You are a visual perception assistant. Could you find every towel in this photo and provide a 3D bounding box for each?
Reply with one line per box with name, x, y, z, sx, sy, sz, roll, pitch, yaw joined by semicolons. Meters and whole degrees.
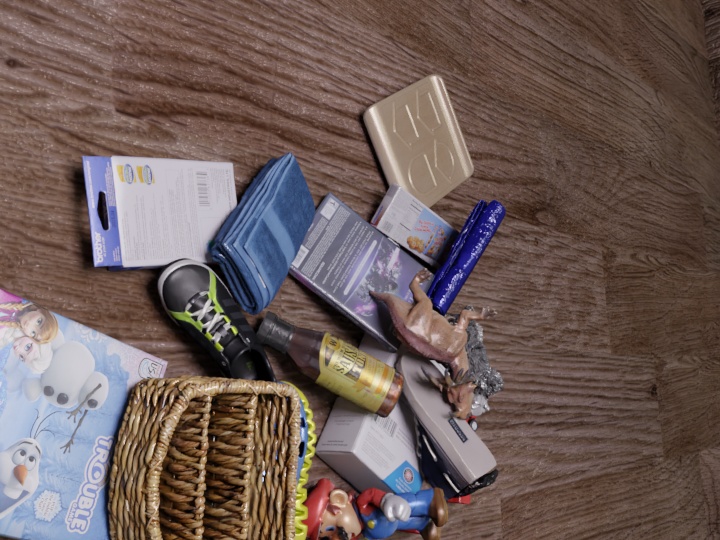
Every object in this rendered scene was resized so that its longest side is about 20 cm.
towel;0.151;-0.007;1.136;0.049;0.148;0.202;32;73;7
towel;-0.112;-0.050;0.906;0.113;0.047;0.202;65;31;-33

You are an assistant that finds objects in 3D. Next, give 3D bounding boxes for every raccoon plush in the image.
raccoon plush;0.172;0.132;1.129;0.094;0.200;0.138;-15;92;-5

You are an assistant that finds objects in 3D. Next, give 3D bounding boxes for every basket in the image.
basket;-0.155;0.212;0.734;0.142;0.145;0.207;15;78;-64

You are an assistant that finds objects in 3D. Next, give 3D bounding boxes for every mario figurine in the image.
mario figurine;0.010;0.329;0.918;0.194;0.106;0.127;1;100;-7

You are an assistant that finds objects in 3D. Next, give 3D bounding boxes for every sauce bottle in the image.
sauce bottle;-0.041;0.116;0.922;0.196;0.066;0.067;27;59;-7

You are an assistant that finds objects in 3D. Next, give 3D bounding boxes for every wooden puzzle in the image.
wooden puzzle;0.093;-0.205;1.199;0.199;0.046;0.189;-35;108;-39

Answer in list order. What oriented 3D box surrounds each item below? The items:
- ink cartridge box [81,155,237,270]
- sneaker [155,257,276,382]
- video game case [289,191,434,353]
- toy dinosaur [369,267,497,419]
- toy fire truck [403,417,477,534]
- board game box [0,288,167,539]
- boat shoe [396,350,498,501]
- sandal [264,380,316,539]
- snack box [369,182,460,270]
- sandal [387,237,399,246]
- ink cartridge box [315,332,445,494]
ink cartridge box;-0.226;-0.065;0.830;0.197;0.041;0.123;-5;87;-50
sneaker;-0.152;0.069;0.830;0.072;0.082;0.202;-44;121;-18
video game case;0.000;0.000;1.016;0.198;0.019;0.144;38;54;-7
toy dinosaur;0.090;0.090;0.951;0.197;0.086;0.137;32;56;0
toy fire truck;0.117;0.301;1.118;0.139;0.048;0.206;25;64;-41
board game box;-0.304;0.151;0.701;0.197;0.043;0.205;33;60;-40
boat shoe;0.094;0.216;0.980;0.074;0.093;0.203;-14;65;-42
sandal;-0.106;0.236;0.875;0.086;0.078;0.206;13;71;-41
snack box;0.097;-0.061;1.153;0.198;0.024;0.073;31;89;-44
sandal;0.037;-0.016;1.093;0.201;0.049;0.085;30;60;-38
ink cartridge box;0.041;0.205;1.027;0.147;0.085;0.203;47;50;-29
